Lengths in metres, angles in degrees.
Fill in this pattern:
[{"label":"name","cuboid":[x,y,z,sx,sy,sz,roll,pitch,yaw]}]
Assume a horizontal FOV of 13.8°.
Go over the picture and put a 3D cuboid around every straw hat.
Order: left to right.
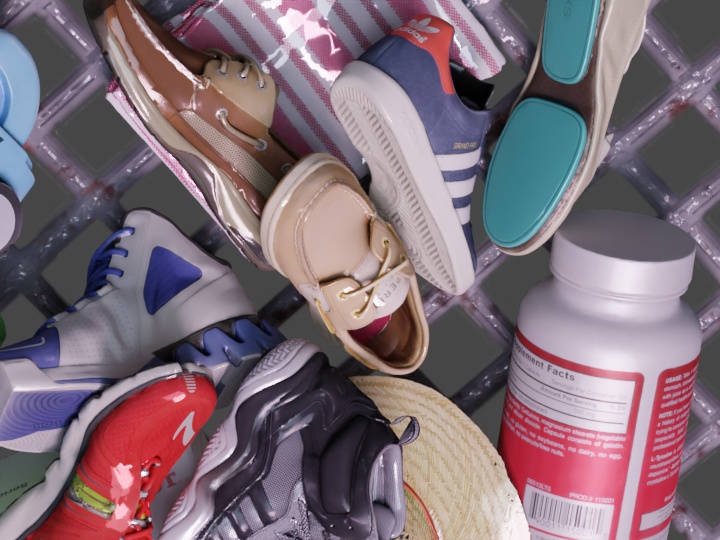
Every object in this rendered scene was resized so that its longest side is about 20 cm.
[{"label":"straw hat","cuboid":[0.003,0.171,1.771,0.200,0.085,0.202,10,112,27]}]

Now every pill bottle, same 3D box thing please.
[{"label":"pill bottle","cuboid":[0.143,0.072,1.774,0.111,0.112,0.201,5,111,-7]}]

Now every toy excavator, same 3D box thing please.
[{"label":"toy excavator","cuboid":[-0.234,-0.135,1.672,0.195,0.100,0.201,47,68,-36]}]

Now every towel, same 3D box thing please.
[{"label":"towel","cuboid":[-0.031,-0.114,1.730,0.200,0.030,0.147,-37,111,10]}]

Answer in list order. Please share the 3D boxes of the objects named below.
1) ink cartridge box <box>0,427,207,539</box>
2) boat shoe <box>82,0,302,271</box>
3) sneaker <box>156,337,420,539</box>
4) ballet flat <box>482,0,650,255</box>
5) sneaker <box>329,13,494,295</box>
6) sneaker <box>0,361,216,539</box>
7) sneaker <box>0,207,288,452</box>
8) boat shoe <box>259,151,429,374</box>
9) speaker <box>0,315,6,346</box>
[{"label":"ink cartridge box","cuboid":[-0.133,0.192,1.813,0.145,0.088,0.201,-24,113,4]},{"label":"boat shoe","cuboid":[-0.082,-0.092,1.685,0.074,0.076,0.200,-35,122,2]},{"label":"sneaker","cuboid":[-0.044,0.148,1.702,0.113,0.075,0.201,30,97,19]},{"label":"ballet flat","cuboid":[0.129,-0.103,1.733,0.069,0.070,0.201,14,108,-10]},{"label":"sneaker","cuboid":[0.047,-0.067,1.717,0.085,0.075,0.200,-47,148,-21]},{"label":"sneaker","cuboid":[-0.134,0.134,1.683,0.077,0.085,0.200,7,131,-44]},{"label":"sneaker","cuboid":[-0.144,0.030,1.726,0.198,0.116,0.081,-11,153,-34]},{"label":"boat shoe","cuboid":[0.000,0.000,1.702,0.074,0.069,0.200,-49,153,-9]},{"label":"speaker","cuboid":[-0.305,0.078,1.753,0.200,0.089,0.088,-41,110,11]}]
